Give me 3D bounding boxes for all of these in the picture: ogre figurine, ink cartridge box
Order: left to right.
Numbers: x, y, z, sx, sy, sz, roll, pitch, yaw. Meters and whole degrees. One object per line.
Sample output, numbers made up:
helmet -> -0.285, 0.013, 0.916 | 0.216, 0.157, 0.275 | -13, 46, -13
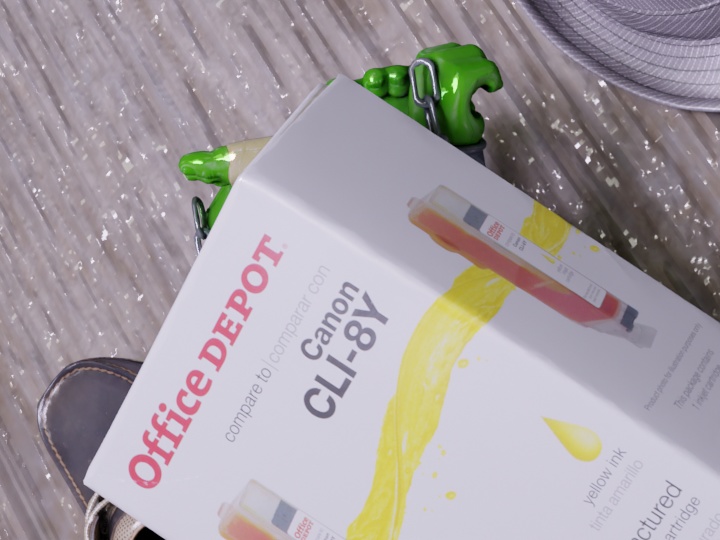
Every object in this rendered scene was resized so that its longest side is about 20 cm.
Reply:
ogre figurine -> 0.000, 0.000, 1.043 | 0.200, 0.098, 0.120 | -20, 76, 40
ink cartridge box -> 0.030, 0.056, 0.934 | 0.200, 0.083, 0.145 | 33, 124, 5

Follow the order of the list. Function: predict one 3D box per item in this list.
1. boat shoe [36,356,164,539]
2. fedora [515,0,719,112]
boat shoe -> -0.063, 0.091, 1.083 | 0.200, 0.073, 0.075 | 37, 101, 37
fedora -> 0.103, -0.160, 1.014 | 0.177, 0.090, 0.200 | -46, 56, 18
